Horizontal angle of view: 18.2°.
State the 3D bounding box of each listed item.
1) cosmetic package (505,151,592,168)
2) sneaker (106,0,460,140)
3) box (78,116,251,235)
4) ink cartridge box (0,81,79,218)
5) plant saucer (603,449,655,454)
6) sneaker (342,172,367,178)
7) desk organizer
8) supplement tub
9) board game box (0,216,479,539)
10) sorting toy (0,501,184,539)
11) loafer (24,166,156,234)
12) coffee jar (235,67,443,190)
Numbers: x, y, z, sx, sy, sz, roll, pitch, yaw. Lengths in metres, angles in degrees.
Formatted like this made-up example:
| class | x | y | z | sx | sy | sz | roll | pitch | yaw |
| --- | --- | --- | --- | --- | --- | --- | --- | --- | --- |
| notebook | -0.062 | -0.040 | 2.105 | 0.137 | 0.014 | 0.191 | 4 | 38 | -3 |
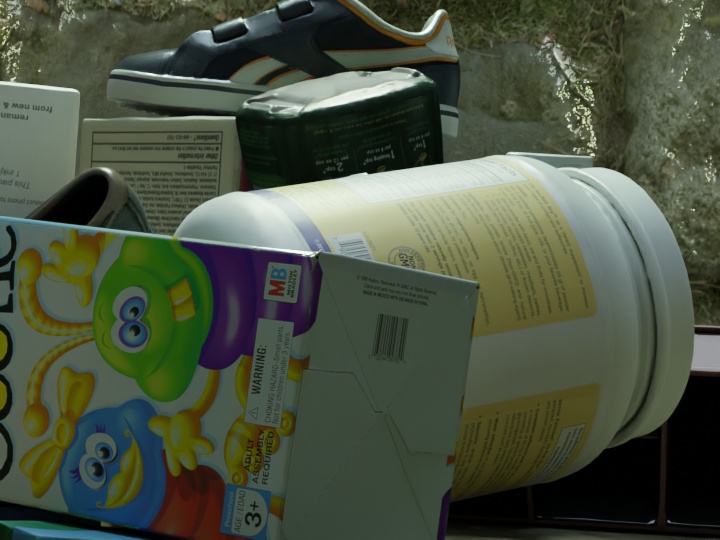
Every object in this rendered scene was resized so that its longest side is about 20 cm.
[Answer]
| class | x | y | z | sx | sy | sz | roll | pitch | yaw |
| --- | --- | --- | --- | --- | --- | --- | --- | --- | --- |
| cosmetic package | 0.101 | 0.013 | 1.289 | 0.051 | 0.152 | 0.200 | 4 | 1 | 1 |
| sneaker | -0.042 | -0.120 | 1.275 | 0.199 | 0.080 | 0.078 | 4 | -1 | -4 |
| box | -0.082 | 0.017 | 1.263 | 0.128 | 0.201 | 0.109 | 3 | 0 | 40 |
| ink cartridge box | -0.189 | 0.014 | 1.067 | 0.084 | 0.201 | 0.145 | 5 | -1 | -14 |
| plant saucer | 0.148 | 0.108 | 1.234 | 0.199 | 0.037 | 0.200 | 2 | -1 | 0 |
| sneaker | -0.036 | 0.049 | 1.119 | 0.115 | 0.199 | 0.081 | 46 | 14 | -27 |
| desk organizer | 0.118 | 0.076 | 1.097 | 0.199 | 0.072 | 0.077 | 2 | 37 | 13 |
| supplement tub | 0.027 | 0.028 | 0.971 | 0.199 | 0.146 | 0.145 | -9 | 5 | -29 |
| board game box | -0.073 | 0.040 | 0.822 | 0.199 | 0.103 | 0.105 | 7 | -3 | 36 |
| sorting toy | -0.147 | 0.097 | 0.786 | 0.199 | 0.037 | 0.185 | 2 | 0 | -27 |
| loafer | -0.171 | 0.028 | 0.952 | 0.072 | 0.200 | 0.063 | 38 | -21 | 27 |
| coffee jar | 0.000 | 0.000 | 1.187 | 0.104 | 0.201 | 0.085 | -15 | 15 | -28 |
